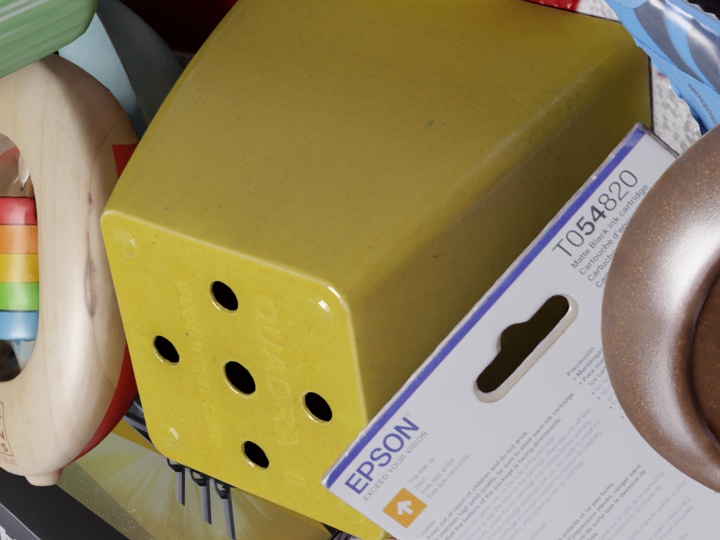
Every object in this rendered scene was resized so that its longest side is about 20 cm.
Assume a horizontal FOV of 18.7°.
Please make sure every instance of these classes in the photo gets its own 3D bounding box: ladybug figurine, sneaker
[{"bbox_3d":[-0.140,-0.002,1.003,0.136,0.072,0.201,9,100,49],"label":"ladybug figurine"},{"bbox_3d":[0.143,-0.074,0.843,0.200,0.066,0.079,38,130,11],"label":"sneaker"}]

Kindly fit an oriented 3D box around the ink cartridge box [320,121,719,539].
[{"bbox_3d":[0.119,0.068,0.885,0.200,0.041,0.200,39,103,-13],"label":"ink cartridge box"}]

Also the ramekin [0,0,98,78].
[{"bbox_3d":[-0.188,-0.166,0.911,0.200,0.097,0.200,54,157,34],"label":"ramekin"}]

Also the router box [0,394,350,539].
[{"bbox_3d":[-0.121,0.119,1.197,0.200,0.157,0.052,39,141,12],"label":"router box"}]

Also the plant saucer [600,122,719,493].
[{"bbox_3d":[0.190,0.019,0.808,0.199,0.032,0.201,-1,123,-2],"label":"plant saucer"}]

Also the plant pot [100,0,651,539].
[{"bbox_3d":[0.000,0.000,0.963,0.200,0.176,0.201,19,133,34],"label":"plant pot"}]

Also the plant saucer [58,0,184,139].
[{"bbox_3d":[-0.101,-0.056,1.086,0.201,0.039,0.202,161,90,-76],"label":"plant saucer"}]
